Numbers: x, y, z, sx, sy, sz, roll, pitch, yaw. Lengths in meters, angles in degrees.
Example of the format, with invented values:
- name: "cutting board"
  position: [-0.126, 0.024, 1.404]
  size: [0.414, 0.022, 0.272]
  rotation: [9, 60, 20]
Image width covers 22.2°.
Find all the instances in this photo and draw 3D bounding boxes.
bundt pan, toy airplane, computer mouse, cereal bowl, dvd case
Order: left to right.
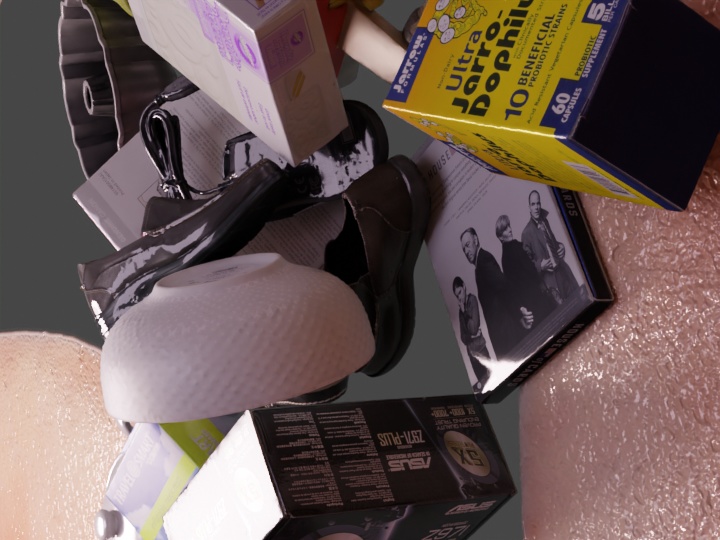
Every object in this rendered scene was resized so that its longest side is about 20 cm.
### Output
- name: "bundt pan"
  position: [-0.222, -0.169, 1.731]
  size: [0.202, 0.075, 0.204]
  rotation: [169, 90, -70]
- name: "cereal bowl"
  position: [-0.093, 0.040, 1.311]
  size: [0.199, 0.199, 0.084]
  rotation: [3, 109, 57]
- name: "computer mouse"
  position: [-0.074, -0.103, 1.421]
  size: [0.199, 0.046, 0.142]
  rotation: [-23, 85, 20]
- name: "toy airplane"
  position: [-0.016, -0.211, 1.409]
  size: [0.201, 0.141, 0.199]
  rotation: [56, 162, -14]
- name: "dvd case"
  position: [0.099, -0.029, 1.306]
  size: [0.150, 0.025, 0.202]
  rotation: [-47, 51, 47]

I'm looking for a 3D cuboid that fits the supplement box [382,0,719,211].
- name: "supplement box"
  position: [0.125, -0.119, 1.159]
  size: [0.199, 0.109, 0.110]
  rotation: [16, 81, 56]

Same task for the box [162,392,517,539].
- name: "box"
  position: [-0.017, 0.170, 1.324]
  size: [0.164, 0.198, 0.087]
  rotation: [-51, 51, 44]

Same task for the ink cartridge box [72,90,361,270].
- name: "ink cartridge box"
  position: [-0.106, -0.050, 1.469]
  size: [0.176, 0.045, 0.200]
  rotation: [-43, 69, 4]

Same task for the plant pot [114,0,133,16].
- name: "plant pot"
  position: [-0.209, -0.330, 1.659]
  size: [0.193, 0.199, 0.201]
  rotation: [49, 131, 29]

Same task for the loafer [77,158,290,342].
- name: "loafer"
  position: [-0.139, -0.027, 1.389]
  size: [0.200, 0.073, 0.073]
  rotation: [-39, 80, 19]

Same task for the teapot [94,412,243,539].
- name: "teapot"
  position: [-0.163, 0.210, 1.603]
  size: [0.198, 0.145, 0.201]
  rotation: [-53, 47, 42]

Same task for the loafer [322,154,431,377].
- name: "loafer"
  position: [0.000, 0.000, 1.394]
  size: [0.073, 0.071, 0.201]
  rotation: [53, 147, 43]

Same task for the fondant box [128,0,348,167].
- name: "fondant box"
  position: [-0.102, -0.187, 1.343]
  size: [0.200, 0.058, 0.145]
  rotation: [39, 159, 33]

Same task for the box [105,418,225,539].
- name: "box"
  position: [-0.125, 0.191, 1.470]
  size: [0.200, 0.048, 0.122]
  rotation: [45, 134, 15]

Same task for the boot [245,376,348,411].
- name: "boot"
  position: [-0.046, 0.128, 1.445]
  size: [0.200, 0.073, 0.152]
  rotation: [6, 113, 65]
